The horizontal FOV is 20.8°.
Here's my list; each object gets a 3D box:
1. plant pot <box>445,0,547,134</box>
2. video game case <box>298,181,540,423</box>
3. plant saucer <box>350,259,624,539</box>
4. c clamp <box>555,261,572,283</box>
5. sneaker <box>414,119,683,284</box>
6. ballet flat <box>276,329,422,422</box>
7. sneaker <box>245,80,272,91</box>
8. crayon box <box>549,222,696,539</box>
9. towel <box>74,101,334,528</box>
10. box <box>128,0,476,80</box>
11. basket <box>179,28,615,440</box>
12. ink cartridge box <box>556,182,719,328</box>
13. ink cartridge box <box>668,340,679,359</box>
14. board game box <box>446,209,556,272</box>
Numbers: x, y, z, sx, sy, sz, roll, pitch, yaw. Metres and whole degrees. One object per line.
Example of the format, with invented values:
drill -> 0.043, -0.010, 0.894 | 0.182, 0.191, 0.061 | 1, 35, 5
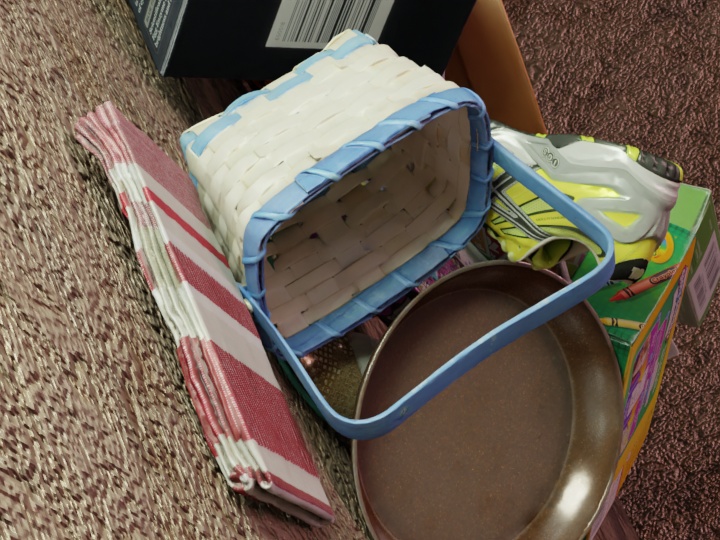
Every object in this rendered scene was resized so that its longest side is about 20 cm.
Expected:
plant pot -> 0.048, -0.166, 1.492 | 0.200, 0.140, 0.200 | -19, 90, -85
video game case -> 0.032, -0.007, 1.245 | 0.200, 0.036, 0.181 | 45, 16, -22
plant saucer -> 0.070, 0.092, 1.150 | 0.034, 0.200, 0.200 | 7, -47, 55
c clamp -> 0.050, -0.075, 1.257 | 0.200, 0.027, 0.171 | 30, 20, -11
sneaker -> 0.085, -0.043, 1.123 | 0.200, 0.076, 0.075 | 12, -1, 42
ballet flat -> 0.015, 0.076, 1.179 | 0.200, 0.065, 0.071 | 50, 19, -54
sneaker -> -0.043, -0.129, 1.514 | 0.200, 0.078, 0.112 | 56, 8, -36
crayon box -> 0.159, 0.072, 1.292 | 0.119, 0.058, 0.200 | -53, 157, -43
towel -> -0.072, 0.026, 0.944 | 0.200, 0.023, 0.144 | 66, 6, 17
box -> -0.049, -0.223, 1.241 | 0.200, 0.197, 0.117 | 65, -36, 39
basket -> 0.013, -0.022, 1.044 | 0.200, 0.176, 0.139 | 48, -19, 36
ink cartridge box -> 0.149, -0.032, 1.374 | 0.200, 0.059, 0.104 | 18, -22, 25
ink cartridge box -> 0.139, 0.073, 1.531 | 0.047, 0.200, 0.160 | 59, 7, -38
board game box -> 0.094, -0.006, 1.391 | 0.096, 0.030, 0.200 | 37, -11, 14
